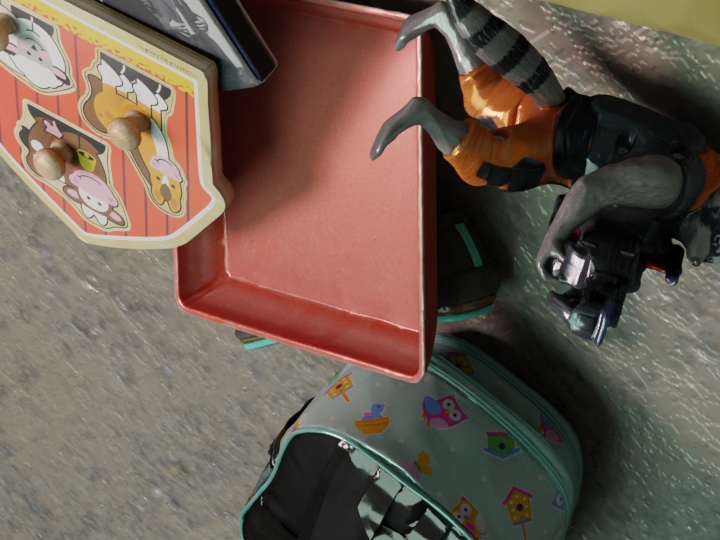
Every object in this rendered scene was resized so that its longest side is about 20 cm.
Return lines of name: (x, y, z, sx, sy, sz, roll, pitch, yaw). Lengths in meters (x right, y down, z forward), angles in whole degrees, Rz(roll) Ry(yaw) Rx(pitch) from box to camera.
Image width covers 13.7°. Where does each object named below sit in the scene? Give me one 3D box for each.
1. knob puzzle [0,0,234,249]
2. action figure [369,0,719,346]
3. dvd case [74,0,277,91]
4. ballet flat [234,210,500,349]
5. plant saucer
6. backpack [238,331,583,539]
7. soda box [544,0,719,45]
knob puzzle: (-0.159, -0.076, 1.661, 0.219, 0.030, 0.220, 26, 145, 20)
action figure: (0.104, -0.049, 1.424, 0.193, 0.200, 0.105, 24, 110, -8)
dvd case: (-0.147, -0.175, 1.580, 0.150, 0.025, 0.200, -3, 128, 46)
ballet flat: (0.000, 0.000, 1.697, 0.200, 0.068, 0.069, -10, 97, 43)
plant saucer: (-0.026, -0.057, 1.633, 0.199, 0.037, 0.201, 15, 114, 43)
backpack: (0.038, 0.126, 1.698, 0.176, 0.153, 0.200, 39, 158, 10)
soda box: (0.115, -0.160, 1.361, 0.200, 0.068, 0.064, 19, 138, 40)
